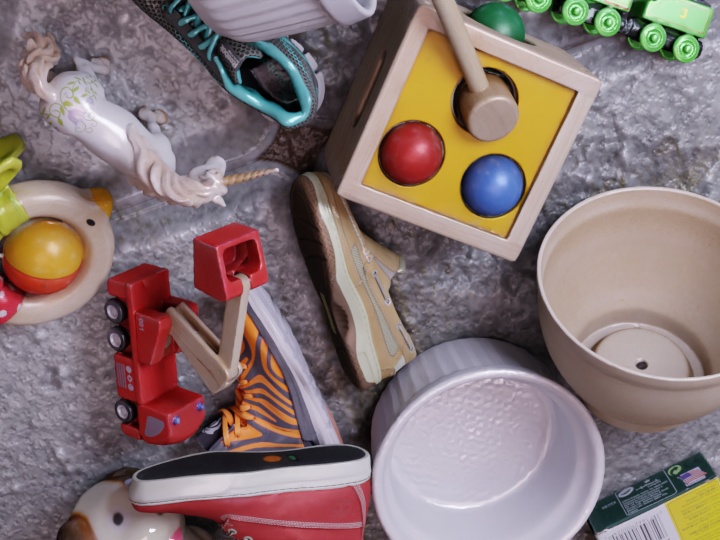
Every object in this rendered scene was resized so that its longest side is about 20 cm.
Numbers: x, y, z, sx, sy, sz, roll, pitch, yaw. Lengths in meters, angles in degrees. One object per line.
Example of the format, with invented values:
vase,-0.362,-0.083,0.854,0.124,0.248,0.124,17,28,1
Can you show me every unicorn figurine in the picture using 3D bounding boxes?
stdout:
unicorn figurine,-0.171,-0.101,1.001,0.199,0.137,0.074,22,107,-16

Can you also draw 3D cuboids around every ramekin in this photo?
ramekin,-0.071,-0.251,0.911,0.105,0.200,0.201,-17,114,13
ramekin,0.102,0.156,1.167,0.199,0.098,0.202,-3,112,-8

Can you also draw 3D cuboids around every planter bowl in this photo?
planter bowl,0.238,0.049,1.107,0.199,0.201,0.135,-6,139,-6

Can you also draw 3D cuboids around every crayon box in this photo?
crayon box,0.306,0.285,1.273,0.126,0.051,0.201,-26,113,3

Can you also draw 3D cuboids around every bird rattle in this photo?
bird rattle,-0.273,-0.004,1.052,0.162,0.113,0.201,0,116,-26

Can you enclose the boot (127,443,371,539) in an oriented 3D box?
boot,-0.090,0.223,1.101,0.199,0.072,0.145,0,100,-12

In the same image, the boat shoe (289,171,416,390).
boat shoe,0.000,0.000,1.113,0.076,0.072,0.201,-24,122,-13

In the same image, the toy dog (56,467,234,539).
toy dog,-0.180,0.267,1.165,0.193,0.139,0.201,4,121,40

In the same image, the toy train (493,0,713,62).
toy train,0.187,-0.216,1.061,0.199,0.042,0.057,16,99,-14

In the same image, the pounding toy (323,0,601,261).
pounding toy,0.074,-0.133,1.021,0.183,0.142,0.201,20,108,-16

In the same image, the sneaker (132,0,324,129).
sneaker,-0.099,-0.179,1.005,0.200,0.091,0.078,38,101,-20

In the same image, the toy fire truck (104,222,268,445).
toy fire truck,-0.138,0.055,1.072,0.141,0.049,0.201,14,116,35

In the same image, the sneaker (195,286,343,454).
sneaker,-0.095,0.105,1.129,0.112,0.078,0.201,-23,113,1
